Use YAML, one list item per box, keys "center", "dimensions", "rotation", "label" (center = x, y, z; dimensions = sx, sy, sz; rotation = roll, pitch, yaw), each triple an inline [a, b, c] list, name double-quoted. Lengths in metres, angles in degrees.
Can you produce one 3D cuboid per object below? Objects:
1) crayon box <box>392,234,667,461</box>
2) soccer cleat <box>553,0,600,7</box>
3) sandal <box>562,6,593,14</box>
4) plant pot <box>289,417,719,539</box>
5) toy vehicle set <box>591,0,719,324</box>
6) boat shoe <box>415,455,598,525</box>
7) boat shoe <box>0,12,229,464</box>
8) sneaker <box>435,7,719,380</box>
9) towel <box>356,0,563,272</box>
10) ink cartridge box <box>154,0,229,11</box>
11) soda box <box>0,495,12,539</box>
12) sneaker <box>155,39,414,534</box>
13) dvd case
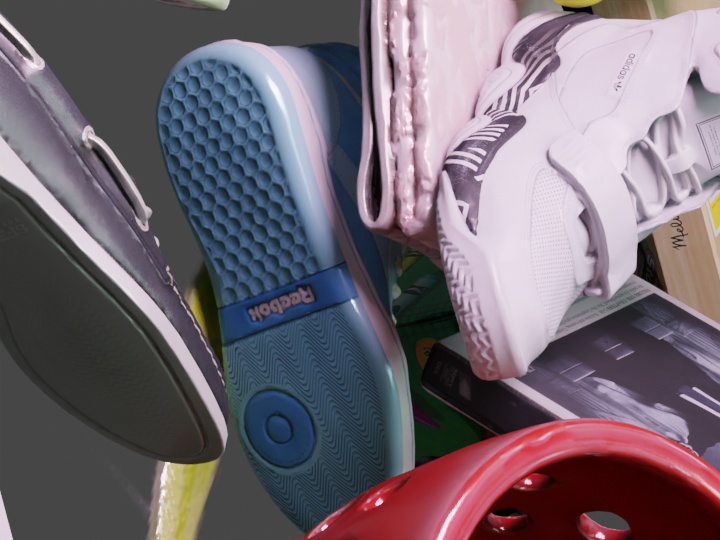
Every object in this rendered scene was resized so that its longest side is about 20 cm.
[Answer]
- center: [0.073, 0.014, 1.087]
  dimensions: [0.119, 0.058, 0.200]
  rotation: [63, 33, -25]
  label: "crayon box"
- center: [0.123, -0.150, 1.006]
  dimensions: [0.084, 0.065, 0.200]
  rotation: [37, 29, -2]
  label: "soccer cleat"
- center: [0.043, -0.130, 1.076]
  dimensions: [0.201, 0.057, 0.080]
  rotation: [53, 53, -8]
  label: "sandal"
- center: [0.037, 0.165, 0.818]
  dimensions: [0.200, 0.182, 0.201]
  rotation: [14, 66, -34]
  label: "plant pot"
- center: [0.161, -0.058, 1.120]
  dimensions: [0.124, 0.026, 0.201]
  rotation: [-43, 120, -57]
  label: "toy vehicle set"
- center: [0.031, 0.177, 0.964]
  dimensions: [0.091, 0.071, 0.201]
  rotation: [26, 67, -23]
  label: "boat shoe"
- center: [-0.099, -0.017, 0.793]
  dimensions: [0.200, 0.075, 0.060]
  rotation: [56, 43, -34]
  label: "boat shoe"
- center: [0.099, -0.037, 0.882]
  dimensions: [0.200, 0.114, 0.075]
  rotation: [-67, 145, -51]
  label: "sneaker"
- center: [0.044, -0.091, 0.954]
  dimensions: [0.191, 0.032, 0.201]
  rotation: [26, 62, -66]
  label: "towel"
- center: [-0.087, -0.198, 0.783]
  dimensions: [0.145, 0.048, 0.201]
  rotation: [13, 92, -34]
  label: "ink cartridge box"
- center: [-0.159, 0.024, 0.689]
  dimensions: [0.068, 0.063, 0.201]
  rotation: [-22, 98, -59]
  label: "soda box"
- center: [0.000, 0.000, 0.951]
  dimensions: [0.130, 0.079, 0.201]
  rotation: [-24, 101, -58]
  label: "sneaker"
- center: [0.141, 0.068, 0.917]
  dimensions: [0.150, 0.200, 0.025]
  rotation: [-20, 135, -55]
  label: "dvd case"
